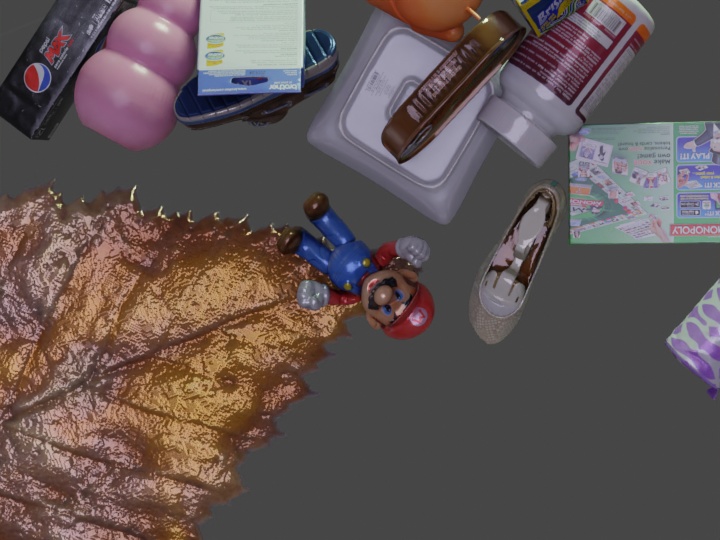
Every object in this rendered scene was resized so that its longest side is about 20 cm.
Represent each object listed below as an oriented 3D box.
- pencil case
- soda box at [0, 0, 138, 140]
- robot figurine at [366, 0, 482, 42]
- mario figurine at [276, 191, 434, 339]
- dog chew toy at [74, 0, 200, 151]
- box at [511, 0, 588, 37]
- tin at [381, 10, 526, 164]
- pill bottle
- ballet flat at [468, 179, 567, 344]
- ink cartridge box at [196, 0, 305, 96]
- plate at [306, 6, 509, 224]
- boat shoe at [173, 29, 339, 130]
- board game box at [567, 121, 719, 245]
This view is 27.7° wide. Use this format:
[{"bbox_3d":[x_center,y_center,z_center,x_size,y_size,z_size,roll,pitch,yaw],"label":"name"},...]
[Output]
[{"bbox_3d":[0.426,0.039,1.613,0.085,0.084,0.200,39,101,-20],"label":"pencil case"},{"bbox_3d":[-0.346,-0.253,1.705,0.070,0.063,0.201,36,97,5],"label":"soda box"},{"bbox_3d":[0.063,-0.324,1.578,0.115,0.200,0.146,1,112,-30],"label":"robot figurine"},{"bbox_3d":[0.000,0.000,1.651,0.199,0.106,0.124,38,133,11],"label":"mario figurine"},{"bbox_3d":[-0.242,-0.241,1.668,0.123,0.125,0.202,27,89,5],"label":"dog chew toy"},{"bbox_3d":[0.165,-0.350,1.577,0.070,0.064,0.201,-34,56,9],"label":"box"},{"bbox_3d":[0.099,-0.200,1.592,0.042,0.112,0.200,45,97,12],"label":"tin"},{"bbox_3d":[0.221,-0.220,1.600,0.109,0.110,0.201,38,95,4],"label":"pill bottle"},{"bbox_3d":[0.172,-0.011,1.650,0.067,0.062,0.202,23,97,9],"label":"ballet flat"},{"bbox_3d":[-0.120,-0.266,1.626,0.117,0.042,0.202,-1,57,0],"label":"ink cartridge box"},{"bbox_3d":[0.064,-0.186,1.669,0.198,0.032,0.201,31,98,5],"label":"plate"},{"bbox_3d":[-0.113,-0.198,1.655,0.198,0.073,0.073,-21,55,-4],"label":"boat shoe"},{"bbox_3d":[0.331,-0.098,1.639,0.197,0.029,0.137,0,95,8],"label":"board game box"}]
